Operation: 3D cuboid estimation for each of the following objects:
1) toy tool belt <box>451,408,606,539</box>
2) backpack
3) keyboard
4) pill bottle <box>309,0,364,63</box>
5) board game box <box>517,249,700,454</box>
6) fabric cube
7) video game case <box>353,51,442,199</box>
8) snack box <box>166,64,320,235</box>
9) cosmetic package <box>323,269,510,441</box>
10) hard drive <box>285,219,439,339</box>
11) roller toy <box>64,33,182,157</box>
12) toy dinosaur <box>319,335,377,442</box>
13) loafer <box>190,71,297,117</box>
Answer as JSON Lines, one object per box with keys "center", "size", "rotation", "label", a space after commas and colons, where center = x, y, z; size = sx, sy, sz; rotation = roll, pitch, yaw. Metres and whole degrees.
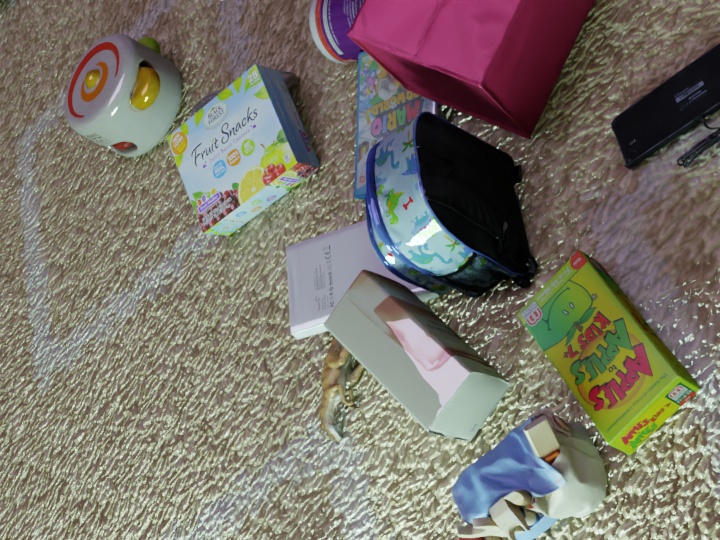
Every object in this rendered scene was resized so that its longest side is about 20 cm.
{"center": [0.150, 0.230, 1.275], "size": [0.200, 0.122, 0.125], "rotation": [-46, 45, 18], "label": "toy tool belt"}
{"center": [0.088, -0.071, 1.428], "size": [0.146, 0.199, 0.185], "rotation": [-26, 54, 32], "label": "backpack"}
{"center": [0.370, -0.173, 1.337], "size": [0.199, 0.021, 0.128], "rotation": [-36, 43, 28], "label": "keyboard"}
{"center": [0.030, -0.354, 1.688], "size": [0.198, 0.112, 0.114], "rotation": [-3, 68, 43], "label": "pill bottle"}
{"center": [0.257, 0.083, 1.298], "size": [0.102, 0.047, 0.201], "rotation": [-47, 45, 16], "label": "board game box"}
{"center": [0.137, -0.306, 1.464], "size": [0.199, 0.196, 0.201], "rotation": [26, 91, 26], "label": "fabric cube"}
{"center": [0.050, -0.201, 1.629], "size": [0.142, 0.018, 0.203], "rotation": [-4, 82, 43], "label": "video game case"}
{"center": [-0.174, -0.174, 1.798], "size": [0.199, 0.067, 0.170], "rotation": [-32, 71, 28], "label": "snack box"}
{"center": [0.064, 0.096, 1.416], "size": [0.200, 0.103, 0.088], "rotation": [43, 102, 34], "label": "cosmetic package"}
{"center": [0.000, 0.000, 1.566], "size": [0.198, 0.027, 0.133], "rotation": [-18, 57, 20], "label": "hard drive"}
{"center": [-0.403, -0.294, 2.062], "size": [0.183, 0.139, 0.201], "rotation": [-46, 46, 18], "label": "roller toy"}
{"center": [-0.026, 0.111, 1.553], "size": [0.105, 0.060, 0.202], "rotation": [-14, 61, 41], "label": "toy dinosaur"}
{"center": [-0.177, -0.257, 1.892], "size": [0.199, 0.063, 0.073], "rotation": [-17, 97, 40], "label": "loafer"}
